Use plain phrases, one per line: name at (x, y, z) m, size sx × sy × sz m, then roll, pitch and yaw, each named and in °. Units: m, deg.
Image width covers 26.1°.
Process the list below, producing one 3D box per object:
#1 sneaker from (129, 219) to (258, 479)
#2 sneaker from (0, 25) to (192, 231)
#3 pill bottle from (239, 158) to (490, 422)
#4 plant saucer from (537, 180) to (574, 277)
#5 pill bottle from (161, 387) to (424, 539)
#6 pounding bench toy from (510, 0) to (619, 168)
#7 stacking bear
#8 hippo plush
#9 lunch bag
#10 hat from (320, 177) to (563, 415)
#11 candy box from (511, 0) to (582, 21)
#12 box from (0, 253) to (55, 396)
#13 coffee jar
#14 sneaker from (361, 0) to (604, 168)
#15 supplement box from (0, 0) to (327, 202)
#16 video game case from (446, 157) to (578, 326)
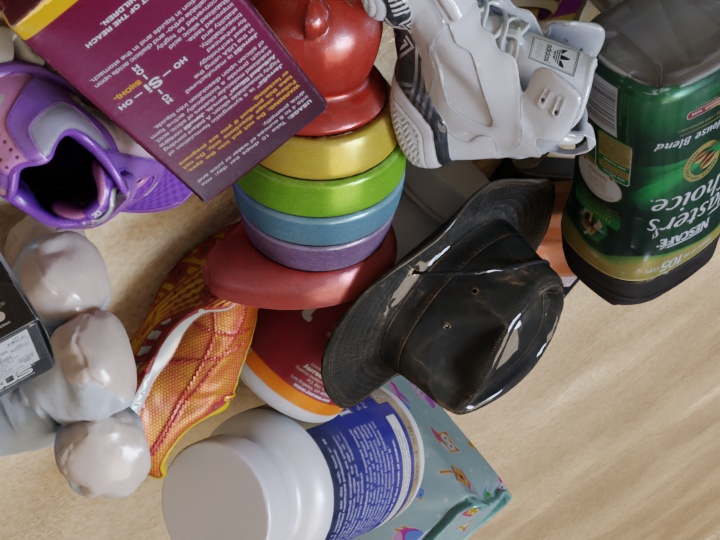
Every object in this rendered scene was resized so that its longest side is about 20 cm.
sneaker at (-0.105, 0.048, 1.031) m, size 0.077 × 0.073 × 0.200 m, roll 29°, pitch 106°, yaw -34°
sneaker at (-0.147, -0.056, 0.834) m, size 0.080 × 0.089 × 0.200 m, roll -45°, pitch 153°, yaw 13°
pill bottle at (0.000, 0.000, 1.066) m, size 0.200 × 0.113 × 0.113 m, roll -48°, pitch 151°, yaw 20°
plant saucer at (0.151, -0.031, 1.143) m, size 0.199 × 0.033 × 0.200 m, roll -2°, pitch 167°, yaw -1°
pill bottle at (-0.047, 0.151, 1.127) m, size 0.116 × 0.116 × 0.200 m, roll -51°, pitch 161°, yaw 26°
pounding bench toy at (0.189, -0.154, 1.034) m, size 0.199 × 0.124 × 0.156 m, roll -21°, pitch 148°, yaw -28°
stacking bear at (-0.029, -0.086, 0.905) m, size 0.122 × 0.113 × 0.201 m, roll -66°, pitch 164°, yaw -45°
hippo plush at (-0.222, 0.057, 0.880) m, size 0.160 × 0.200 × 0.160 m, roll -14°, pitch 103°, yaw -18°
lunch bag at (-0.004, 0.192, 1.291) m, size 0.200 × 0.171 × 0.122 m, roll -47°, pitch 162°, yaw 18°
hat at (0.074, 0.036, 0.991) m, size 0.200 × 0.081 × 0.201 m, roll -37°, pitch 158°, yaw -18°
candy box at (0.111, -0.234, 0.895) m, size 0.116 × 0.057 × 0.201 m, roll -12°, pitch 142°, yaw -38°
box at (-0.269, 0.026, 0.737) m, size 0.199 × 0.159 × 0.048 m, roll -29°, pitch 153°, yaw -15°
coffee jar at (0.179, -0.071, 0.953) m, size 0.104 × 0.085 × 0.201 m, roll -31°, pitch 145°, yaw -22°
sneaker at (0.068, -0.137, 0.836) m, size 0.201 × 0.114 × 0.075 m, roll 76°, pitch 27°, yaw -42°
supplement box at (-0.107, -0.129, 0.741) m, size 0.086 × 0.111 × 0.200 m, roll -38°, pitch 153°, yaw 3°
video game case at (0.137, -0.019, 1.291) m, size 0.199 × 0.026 × 0.181 m, roll -1°, pitch 136°, yaw -47°
